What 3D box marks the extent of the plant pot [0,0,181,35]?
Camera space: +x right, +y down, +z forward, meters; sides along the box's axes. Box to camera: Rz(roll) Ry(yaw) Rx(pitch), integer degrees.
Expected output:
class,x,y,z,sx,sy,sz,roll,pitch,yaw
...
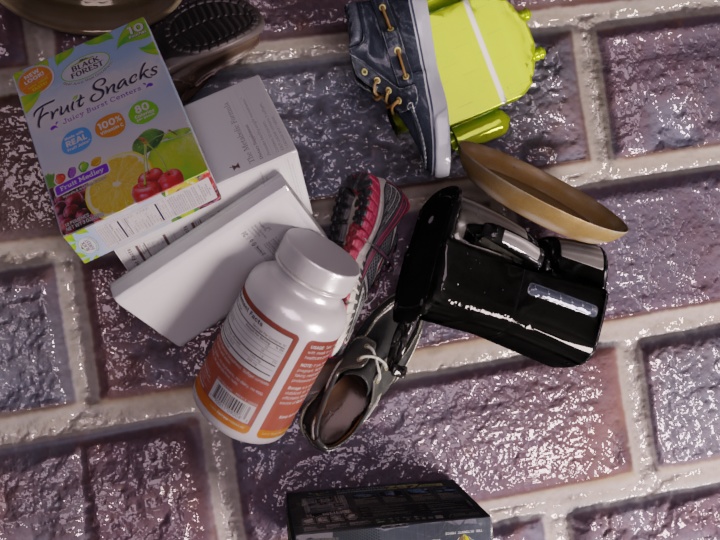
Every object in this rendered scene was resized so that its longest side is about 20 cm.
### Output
class,x,y,z,sx,sy,sz,roll,pitch,yaw
plant pot,-0.275,-0.365,0.833,0.195,0.200,0.178,-7,75,-8

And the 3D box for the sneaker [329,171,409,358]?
class,x,y,z,sx,sy,sz,roll,pitch,yaw
sneaker,0.000,0.000,0.916,0.074,0.080,0.204,16,96,-38

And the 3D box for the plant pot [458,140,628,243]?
class,x,y,z,sx,sy,sz,roll,pitch,yaw
plant pot,0.187,-0.079,0.887,0.197,0.201,0.028,23,108,-7

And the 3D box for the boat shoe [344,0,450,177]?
class,x,y,z,sx,sy,sz,roll,pitch,yaw
boat shoe,0.039,-0.192,0.893,0.089,0.071,0.205,-10,85,-2

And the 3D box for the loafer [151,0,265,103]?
class,x,y,z,sx,sy,sz,roll,pitch,yaw
loafer,-0.192,-0.223,0.897,0.197,0.071,0.074,-27,65,-7

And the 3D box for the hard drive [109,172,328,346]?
class,x,y,z,sx,sy,sz,roll,pitch,yaw
hard drive,-0.136,-0.006,0.856,0.198,0.132,0.027,-32,59,3

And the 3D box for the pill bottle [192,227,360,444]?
class,x,y,z,sx,sy,sz,roll,pitch,yaw
pill bottle,-0.082,0.065,0.852,0.111,0.113,0.202,28,109,-6

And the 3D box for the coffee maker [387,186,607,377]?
class,x,y,z,sx,sy,sz,roll,pitch,yaw
coffee maker,0.143,0.034,0.895,0.196,0.135,0.195,20,102,-15

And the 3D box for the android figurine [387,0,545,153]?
class,x,y,z,sx,sy,sz,roll,pitch,yaw
android figurine,0.112,-0.232,0.947,0.197,0.041,0.185,-24,92,-5

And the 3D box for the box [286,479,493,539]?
class,x,y,z,sx,sy,sz,roll,pitch,yaw
box,0.023,0.265,0.873,0.195,0.158,0.052,-2,90,-9

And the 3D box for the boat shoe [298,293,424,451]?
class,x,y,z,sx,sy,sz,roll,pitch,yaw
boat shoe,0.010,0.110,0.919,0.071,0.068,0.201,38,82,-5

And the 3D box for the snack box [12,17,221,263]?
class,x,y,z,sx,sy,sz,roll,pitch,yaw
snack box,-0.230,-0.126,0.787,0.140,0.053,0.202,-24,63,-6

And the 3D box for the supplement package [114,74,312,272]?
class,x,y,z,sx,sy,sz,roll,pitch,yaw
supplement package,-0.164,-0.088,0.854,0.197,0.110,0.115,-25,60,-8
